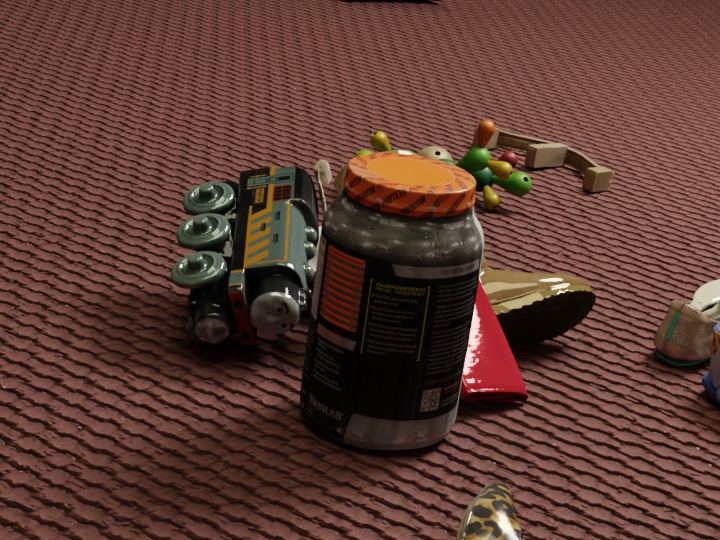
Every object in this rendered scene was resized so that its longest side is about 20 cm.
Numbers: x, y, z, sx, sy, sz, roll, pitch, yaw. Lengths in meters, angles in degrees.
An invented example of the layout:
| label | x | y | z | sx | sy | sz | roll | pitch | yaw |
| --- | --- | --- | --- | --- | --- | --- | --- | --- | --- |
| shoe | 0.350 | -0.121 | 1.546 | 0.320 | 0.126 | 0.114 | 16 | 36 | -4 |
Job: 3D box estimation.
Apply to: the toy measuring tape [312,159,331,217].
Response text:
| label | x | y | z | sx | sy | sz | roll | pitch | yaw |
| --- | --- | --- | --- | --- | --- | --- | --- | --- | --- |
| toy measuring tape | 0.009 | -0.010 | 1.423 | 0.073 | 0.074 | 0.201 | 0 | 60 | -21 |

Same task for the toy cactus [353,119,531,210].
| label | x | y | z | sx | sy | sz | roll | pitch | yaw |
| --- | --- | --- | --- | --- | --- | --- | --- | --- | --- |
| toy cactus | 0.083 | -0.118 | 1.853 | 0.199 | 0.103 | 0.165 | -4 | 11 | -7 |

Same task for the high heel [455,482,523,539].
| label | x | y | z | sx | sy | sz | roll | pitch | yaw |
| --- | --- | --- | --- | --- | --- | --- | --- | --- | --- |
| high heel | 0.122 | 0.198 | 0.979 | 0.142 | 0.072 | 0.200 | 4 | 35 | 7 |

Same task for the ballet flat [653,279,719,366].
| label | x | y | z | sx | sy | sz | roll | pitch | yaw |
| --- | --- | --- | --- | --- | --- | --- | --- | --- | --- |
| ballet flat | 0.339 | 0.036 | 1.536 | 0.068 | 0.068 | 0.200 | 22 | 24 | 33 |

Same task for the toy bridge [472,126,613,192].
| label | x | y | z | sx | sy | sz | roll | pitch | yaw |
| --- | --- | --- | --- | --- | --- | --- | --- | --- | --- |
| toy bridge | 0.226 | -0.139 | 2.038 | 0.067 | 0.027 | 0.200 | -8 | 25 | -44 |

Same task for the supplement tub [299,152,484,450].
| label | x | y | z | sx | sy | sz | roll | pitch | yaw |
| --- | --- | --- | --- | --- | --- | --- | --- | --- | --- |
| supplement tub | 0.025 | 0.022 | 1.254 | 0.122 | 0.201 | 0.123 | 8 | 20 | -3 |

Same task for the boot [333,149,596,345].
| label | x | y | z | sx | sy | sz | roll | pitch | yaw |
| --- | --- | --- | --- | --- | --- | --- | --- | --- | --- |
| boot | 0.094 | -0.026 | 1.489 | 0.175 | 0.066 | 0.200 | -7 | 52 | -32 |

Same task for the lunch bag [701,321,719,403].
| label | x | y | z | sx | sy | sz | roll | pitch | yaw |
| --- | --- | --- | --- | --- | --- | --- | --- | --- | --- |
| lunch bag | 0.395 | 0.096 | 1.386 | 0.160 | 0.076 | 0.200 | -3 | 21 | -34 |

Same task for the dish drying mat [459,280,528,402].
| label | x | y | z | sx | sy | sz | roll | pitch | yaw |
| --- | --- | --- | --- | --- | --- | --- | --- | --- | --- |
| dish drying mat | 0.073 | 0.021 | 1.384 | 0.077 | 0.018 | 0.201 | 1 | 52 | -37 |

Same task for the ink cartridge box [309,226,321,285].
| label | x | y | z | sx | sy | sz | roll | pitch | yaw |
| --- | --- | --- | --- | --- | --- | --- | --- | --- | --- |
| ink cartridge box | 0.000 | 0.000 | 1.531 | 0.199 | 0.051 | 0.109 | -4 | 24 | -28 |

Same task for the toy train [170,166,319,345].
| label | x | y | z | sx | sy | sz | roll | pitch | yaw |
| --- | --- | --- | --- | --- | --- | --- | --- | --- | --- |
| toy train | -0.093 | -0.014 | 1.412 | 0.113 | 0.085 | 0.200 | -8 | 35 | 6 |
